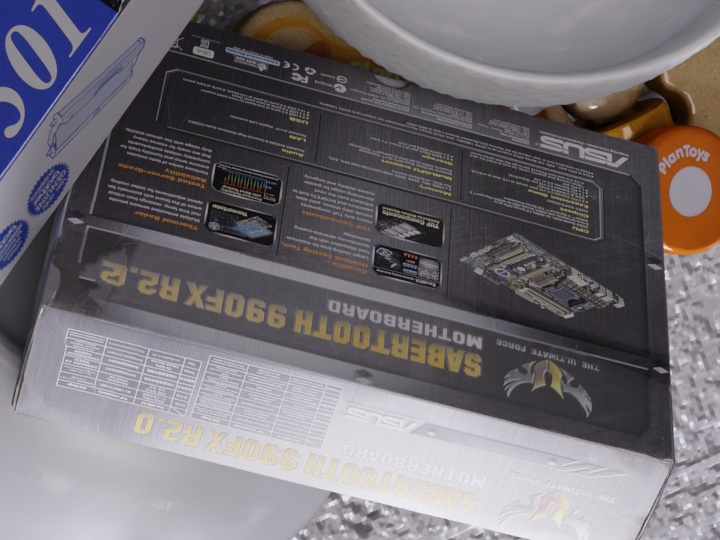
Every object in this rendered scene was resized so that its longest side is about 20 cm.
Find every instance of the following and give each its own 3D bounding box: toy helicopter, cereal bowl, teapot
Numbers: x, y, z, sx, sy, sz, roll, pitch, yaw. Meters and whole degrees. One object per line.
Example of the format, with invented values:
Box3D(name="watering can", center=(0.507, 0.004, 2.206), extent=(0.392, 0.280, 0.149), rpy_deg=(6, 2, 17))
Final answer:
Box3D(name="toy helicopter", center=(0.047, -0.078, 0.876), extent=(0.199, 0.079, 0.133), rpy_deg=(3, 93, -21))
Box3D(name="cereal bowl", center=(0.048, -0.147, 0.813), extent=(0.199, 0.083, 0.202), rpy_deg=(3, 78, -14))
Box3D(name="teapot", center=(-0.103, 0.050, 0.840), extent=(0.199, 0.198, 0.146), rpy_deg=(27, 123, -4))

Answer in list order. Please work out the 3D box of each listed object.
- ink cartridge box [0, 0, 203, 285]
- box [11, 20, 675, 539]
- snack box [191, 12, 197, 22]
Box3D(name="ink cartridge box", center=(-0.094, -0.102, 0.727), extent=(0.094, 0.044, 0.200), rpy_deg=(35, 87, 19))
Box3D(name="box", center=(0.000, 0.000, 0.777), extent=(0.199, 0.159, 0.049), rpy_deg=(14, 131, -8))
Box3D(name="snack box", center=(-0.099, -0.176, 0.794), extent=(0.142, 0.053, 0.201), rpy_deg=(3, 110, -44))
